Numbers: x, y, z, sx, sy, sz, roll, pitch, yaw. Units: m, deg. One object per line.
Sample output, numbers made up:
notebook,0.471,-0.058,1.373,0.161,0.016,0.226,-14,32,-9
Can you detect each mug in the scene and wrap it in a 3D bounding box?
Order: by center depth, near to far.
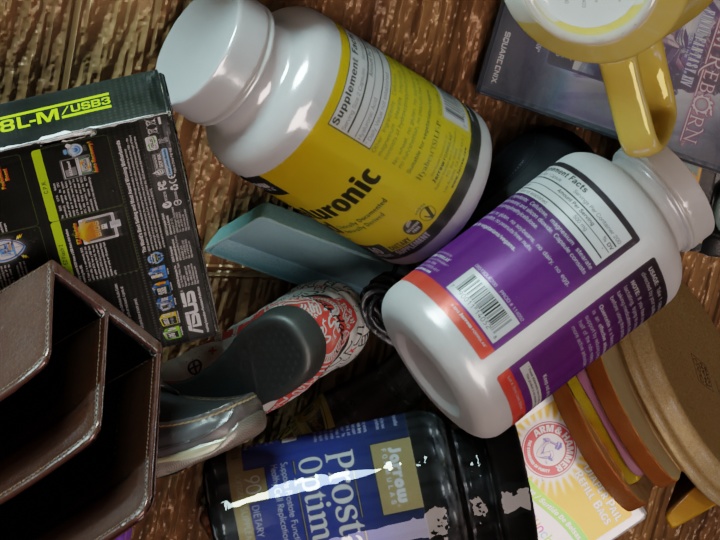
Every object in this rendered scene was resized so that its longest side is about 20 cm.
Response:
mug,0.158,-0.179,1.577,0.187,0.153,0.149,45,112,-5

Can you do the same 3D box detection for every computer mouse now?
computer mouse,0.102,-0.007,1.713,0.138,0.053,0.200,44,70,-23

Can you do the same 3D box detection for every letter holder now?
letter holder,-0.224,0.113,1.574,0.199,0.143,0.100,-29,131,26

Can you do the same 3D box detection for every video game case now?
video game case,0.185,-0.148,1.673,0.199,0.019,0.144,19,112,8

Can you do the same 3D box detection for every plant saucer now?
plant saucer,0.000,0.000,1.724,0.199,0.019,0.070,21,151,-29

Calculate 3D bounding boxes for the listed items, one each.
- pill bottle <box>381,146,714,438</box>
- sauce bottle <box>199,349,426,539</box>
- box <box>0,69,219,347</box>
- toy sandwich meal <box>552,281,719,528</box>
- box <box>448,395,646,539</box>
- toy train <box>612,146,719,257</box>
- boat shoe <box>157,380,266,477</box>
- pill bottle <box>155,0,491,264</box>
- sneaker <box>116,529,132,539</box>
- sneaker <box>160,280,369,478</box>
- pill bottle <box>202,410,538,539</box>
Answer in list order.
pill bottle,0.118,0.005,1.638,0.200,0.112,0.113,-36,125,-12
sauce bottle,-0.019,0.118,1.775,0.200,0.066,0.066,-45,124,3
box,-0.193,-0.017,1.595,0.192,0.048,0.201,-12,137,-2
toy sandwich meal,0.198,0.085,1.778,0.070,0.206,0.205,-27,127,22
box,0.076,0.167,1.794,0.199,0.101,0.113,-33,96,-2
toy train,0.224,-0.102,1.745,0.113,0.085,0.201,3,118,-10
boat shoe,-0.154,0.093,1.655,0.199,0.074,0.074,-12,94,24
pill bottle,-0.025,-0.093,1.627,0.199,0.111,0.112,30,103,-31
sneaker,-0.239,0.186,1.708,0.199,0.089,0.081,-6,118,-20
sneaker,-0.082,0.071,1.717,0.201,0.108,0.068,-31,89,32
pill bottle,0.007,0.151,1.681,0.199,0.112,0.112,-12,122,0
